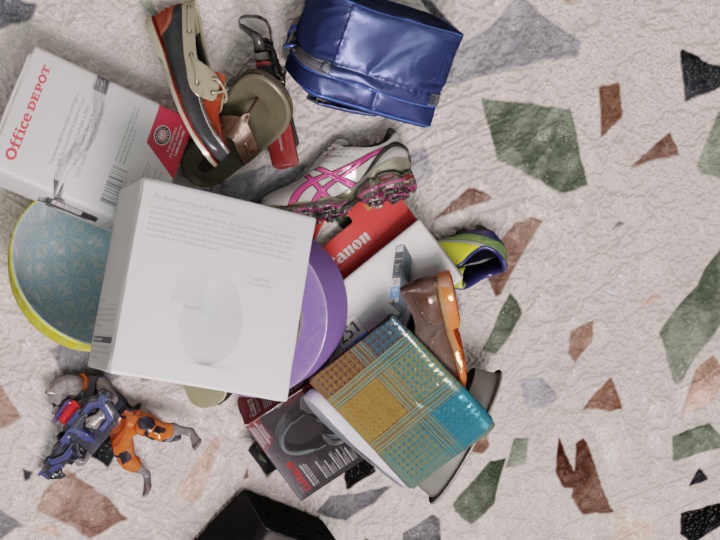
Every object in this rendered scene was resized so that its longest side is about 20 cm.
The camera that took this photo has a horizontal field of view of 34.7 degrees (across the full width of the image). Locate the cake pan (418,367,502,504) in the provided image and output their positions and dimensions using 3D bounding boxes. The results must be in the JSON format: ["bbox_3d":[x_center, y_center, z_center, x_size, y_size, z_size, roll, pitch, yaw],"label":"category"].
[{"bbox_3d":[0.127,0.214,1.545,0.036,0.200,0.202,29,104,0],"label":"cake pan"}]

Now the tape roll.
[{"bbox_3d":[-0.120,0.047,1.407,0.197,0.085,0.203,2,97,16],"label":"tape roll"}]

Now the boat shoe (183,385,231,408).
[{"bbox_3d":[-0.188,0.057,1.349,0.073,0.063,0.205,-11,91,11],"label":"boat shoe"}]

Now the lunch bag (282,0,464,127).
[{"bbox_3d":[0.004,-0.246,1.339,0.197,0.136,0.134,12,109,-19],"label":"lunch bag"}]

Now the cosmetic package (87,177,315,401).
[{"bbox_3d":[-0.172,0.024,1.246,0.197,0.123,0.203,13,84,-23],"label":"cosmetic package"}]

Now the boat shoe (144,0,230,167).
[{"bbox_3d":[-0.182,-0.212,1.294,0.062,0.202,0.071,-23,161,0],"label":"boat shoe"}]

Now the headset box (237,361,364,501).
[{"bbox_3d":[-0.058,0.198,1.545,0.199,0.077,0.150,-33,116,-1],"label":"headset box"}]

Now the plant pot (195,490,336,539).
[{"bbox_3d":[-0.127,0.420,1.565,0.198,0.200,0.179,25,94,-22],"label":"plant pot"}]

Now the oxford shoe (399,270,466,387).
[{"bbox_3d":[0.091,0.090,1.432,0.072,0.072,0.202,-10,121,2],"label":"oxford shoe"}]

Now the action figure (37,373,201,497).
[{"bbox_3d":[-0.329,0.206,1.488,0.193,0.105,0.199,40,125,-19],"label":"action figure"}]

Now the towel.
[{"bbox_3d":[0.052,0.162,1.418,0.146,0.022,0.200,-38,106,18],"label":"towel"}]

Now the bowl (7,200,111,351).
[{"bbox_3d":[-0.329,0.012,1.366,0.198,0.203,0.107,23,149,-22],"label":"bowl"}]

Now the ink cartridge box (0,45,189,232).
[{"bbox_3d":[-0.309,-0.138,1.304,0.198,0.083,0.147,23,76,-21],"label":"ink cartridge box"}]

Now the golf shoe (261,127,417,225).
[{"bbox_3d":[-0.032,-0.112,1.434,0.197,0.073,0.093,-16,75,4],"label":"golf shoe"}]

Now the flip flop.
[{"bbox_3d":[-0.149,-0.154,1.339,0.081,0.058,0.199,40,129,-16],"label":"flip flop"}]

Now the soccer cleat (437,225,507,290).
[{"bbox_3d":[0.096,-0.001,1.493,0.197,0.084,0.065,-17,131,-7],"label":"soccer cleat"}]

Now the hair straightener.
[{"bbox_3d":[-0.109,-0.219,1.358,0.040,0.078,0.202,-10,133,8],"label":"hair straightener"}]

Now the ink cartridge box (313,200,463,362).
[{"bbox_3d":[0.000,0.000,1.453,0.199,0.045,0.177,-38,90,4],"label":"ink cartridge box"}]

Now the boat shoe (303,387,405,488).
[{"bbox_3d":[0.011,0.202,1.490,0.200,0.070,0.067,43,77,-22],"label":"boat shoe"}]
